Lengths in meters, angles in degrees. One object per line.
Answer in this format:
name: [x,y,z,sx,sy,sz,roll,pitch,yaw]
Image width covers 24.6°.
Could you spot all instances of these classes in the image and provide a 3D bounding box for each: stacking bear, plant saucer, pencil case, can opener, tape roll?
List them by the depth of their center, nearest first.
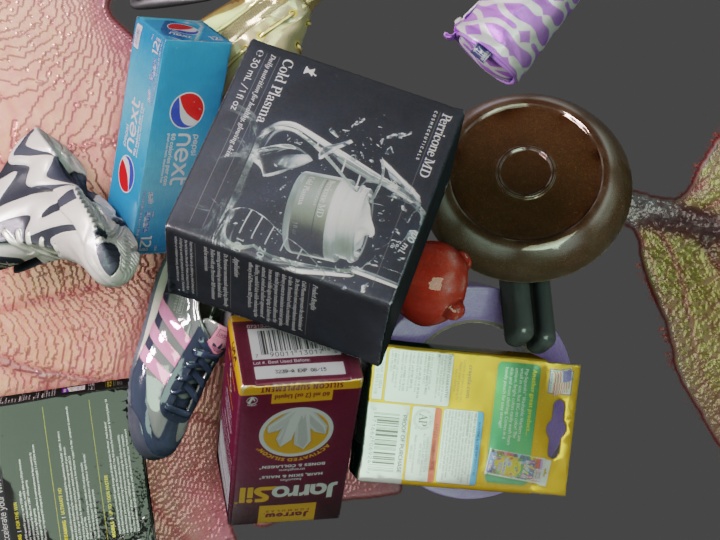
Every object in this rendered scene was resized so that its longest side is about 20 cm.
stacking bear: [0.000,0.000,1.493,0.198,0.114,0.122,10,49,-1]
plant saucer: [0.154,-0.085,1.538,0.198,0.032,0.202,-2,65,5]
can opener: [0.157,-0.021,1.547,0.052,0.066,0.202,17,58,-27]
pencil case: [0.167,-0.270,1.559,0.085,0.084,0.201,37,85,12]
tape roll: [0.100,0.113,1.581,0.198,0.066,0.202,-1,94,-12]

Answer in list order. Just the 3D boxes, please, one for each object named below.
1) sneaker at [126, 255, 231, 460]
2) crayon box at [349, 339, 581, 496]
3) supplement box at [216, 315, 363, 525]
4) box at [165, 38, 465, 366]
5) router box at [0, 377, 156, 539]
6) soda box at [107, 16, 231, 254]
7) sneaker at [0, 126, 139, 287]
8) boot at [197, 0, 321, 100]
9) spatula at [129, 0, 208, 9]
sneaker: [-0.155,0.075,1.497,0.070,0.081,0.202,18,79,-52]
crayon box: [0.095,0.136,1.523,0.198,0.052,0.127,6,93,-11]
supplement box: [-0.066,0.134,1.485,0.109,0.086,0.201,-3,136,-11]
box: [-0.038,-0.057,1.387,0.195,0.124,0.201,19,63,4]
router box: [-0.267,0.210,1.523,0.148,0.051,0.202,-7,96,-9]
soda box: [-0.173,-0.118,1.469,0.067,0.064,0.202,-2,117,-33]
sneaker: [-0.281,-0.022,1.452,0.130,0.079,0.199,-45,57,8]
boot: [-0.060,-0.190,1.518,0.199,0.073,0.156,-30,97,-2]
spatula: [-0.121,-0.256,1.482,0.198,0.057,0.021,-9,138,24]
